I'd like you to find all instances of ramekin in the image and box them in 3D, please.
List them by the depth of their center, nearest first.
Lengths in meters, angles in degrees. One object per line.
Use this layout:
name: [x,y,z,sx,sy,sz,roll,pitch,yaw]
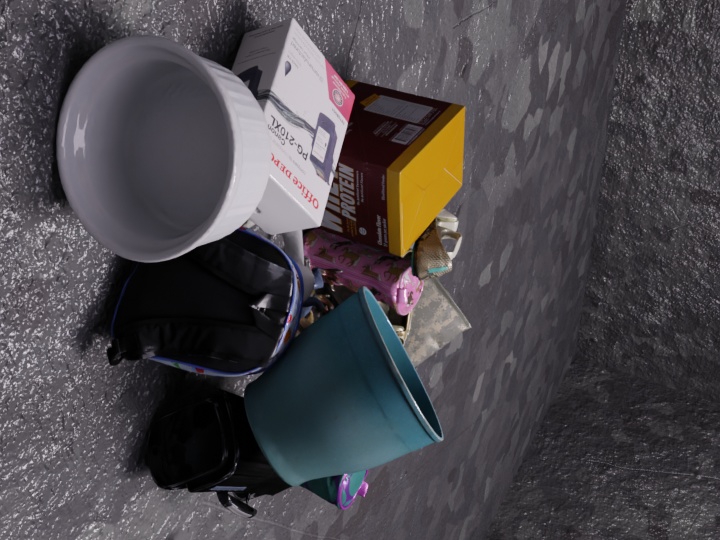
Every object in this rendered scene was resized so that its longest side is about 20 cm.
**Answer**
ramekin: [-0.182,-0.114,0.741,0.098,0.198,0.203,-18,122,-68]

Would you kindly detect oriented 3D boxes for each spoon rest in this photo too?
spoon rest: [-0.102,-0.004,1.022,0.201,0.098,0.061,-85,158,-49]

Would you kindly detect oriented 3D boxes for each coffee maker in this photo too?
coffee maker: [-0.154,0.223,1.027,0.192,0.135,0.200,-43,153,5]

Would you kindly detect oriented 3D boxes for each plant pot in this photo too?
plant pot: [-0.029,0.151,0.918,0.186,0.202,0.200,-28,150,6]

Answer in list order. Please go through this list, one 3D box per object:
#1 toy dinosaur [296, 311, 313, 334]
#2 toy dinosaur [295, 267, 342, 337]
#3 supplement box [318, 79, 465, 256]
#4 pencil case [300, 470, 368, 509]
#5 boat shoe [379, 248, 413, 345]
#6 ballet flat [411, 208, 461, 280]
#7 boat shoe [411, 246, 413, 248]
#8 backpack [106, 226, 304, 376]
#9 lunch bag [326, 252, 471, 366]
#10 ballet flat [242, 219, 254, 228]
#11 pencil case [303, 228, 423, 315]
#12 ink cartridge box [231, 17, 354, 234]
toy dinosaur: [-0.066,0.108,1.195,0.058,0.101,0.200,-38,116,4]
toy dinosaur: [-0.101,0.055,1.063,0.180,0.200,0.106,-16,141,-51]
supplement box: [0.017,-0.153,1.096,0.197,0.198,0.134,-47,146,-40]
pencil case: [-0.087,0.283,1.162,0.086,0.198,0.093,-59,150,-23]
boat shoe: [0.048,0.064,1.201,0.063,0.072,0.203,136,-27,-83]
ballet flat: [0.110,-0.051,1.125,0.201,0.074,0.069,-85,170,-58]
boat shoe: [0.014,-0.089,1.202,0.074,0.197,0.069,139,-41,-63]
backpack: [-0.160,0.034,0.875,0.154,0.188,0.203,18,90,-78]
lunch bag: [0.060,0.052,1.294,0.163,0.201,0.118,-35,-171,2]
ballet flat: [-0.159,-0.092,0.951,0.199,0.068,0.069,19,99,-54]
pencil case: [0.000,0.000,1.158,0.087,0.198,0.083,-55,149,-27]
ink cartridge box: [-0.094,-0.166,0.914,0.145,0.083,0.202,43,51,-45]
